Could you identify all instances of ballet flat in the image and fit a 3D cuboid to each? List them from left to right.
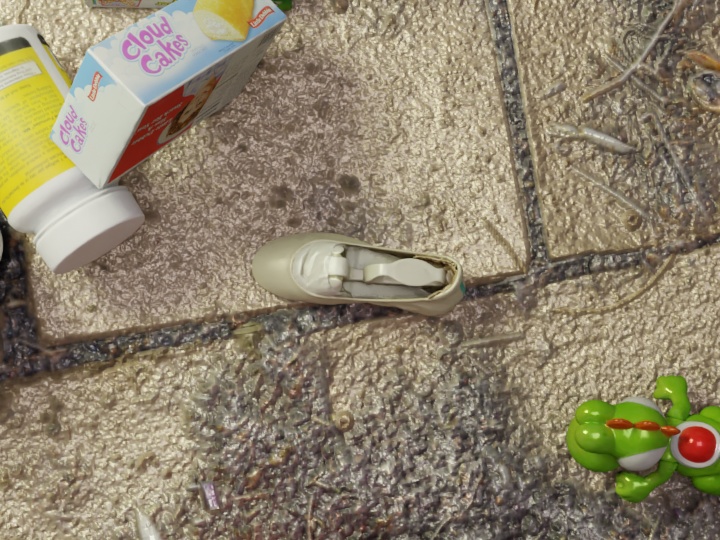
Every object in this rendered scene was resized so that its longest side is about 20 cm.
[{"bbox_3d":[0.000,0.000,1.084,0.199,0.069,0.070,5,84,-4],"label":"ballet flat"}]

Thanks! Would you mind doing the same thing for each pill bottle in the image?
[{"bbox_3d":[-0.283,-0.105,1.048,0.114,0.114,0.200,-32,87,-7],"label":"pill bottle"}]

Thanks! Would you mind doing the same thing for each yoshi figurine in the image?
[{"bbox_3d":[0.274,0.158,1.090,0.199,0.113,0.112,14,123,-17],"label":"yoshi figurine"}]

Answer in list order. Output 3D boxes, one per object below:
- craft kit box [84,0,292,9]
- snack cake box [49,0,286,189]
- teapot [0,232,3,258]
[{"bbox_3d":[-0.162,-0.349,1.120,0.197,0.049,0.201,0,84,-2],"label":"craft kit box"},{"bbox_3d":[-0.163,-0.167,1.017,0.067,0.115,0.200,45,45,1],"label":"snack cake box"},{"bbox_3d":[-0.416,-0.021,1.004,0.197,0.200,0.146,41,100,-14],"label":"teapot"}]
